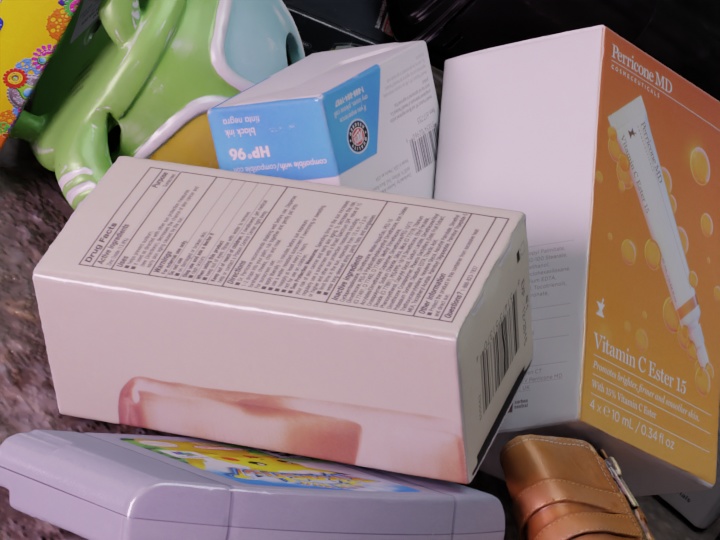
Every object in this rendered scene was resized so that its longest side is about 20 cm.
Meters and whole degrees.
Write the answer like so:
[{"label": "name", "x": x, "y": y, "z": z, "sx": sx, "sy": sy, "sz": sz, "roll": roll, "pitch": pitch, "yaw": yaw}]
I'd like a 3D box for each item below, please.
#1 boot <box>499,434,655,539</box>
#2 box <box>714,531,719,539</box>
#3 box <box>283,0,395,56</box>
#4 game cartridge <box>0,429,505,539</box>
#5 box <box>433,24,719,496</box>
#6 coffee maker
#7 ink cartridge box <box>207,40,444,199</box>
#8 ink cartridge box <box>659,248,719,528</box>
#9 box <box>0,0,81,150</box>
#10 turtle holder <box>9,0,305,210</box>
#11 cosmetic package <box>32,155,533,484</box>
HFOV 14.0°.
[{"label": "boot", "x": 0.096, "y": 0.141, "z": 1.281, "sx": 0.200, "sy": 0.074, "sz": 0.155, "roll": 44, "pitch": 26, "yaw": -69}, {"label": "box", "x": 0.285, "y": 0.134, "z": 1.492, "sx": 0.141, "sy": 0.079, "sz": 0.200, "roll": 39, "pitch": 47, "yaw": 17}, {"label": "box", "x": -0.040, "y": -0.180, "z": 1.713, "sx": 0.159, "sy": 0.046, "sz": 0.200, "roll": 23, "pitch": 31, "yaw": -3}, {"label": "game cartridge", "x": -0.042, "y": 0.100, "z": 1.268, "sx": 0.200, "sy": 0.040, "sz": 0.133, "roll": 6, "pitch": 8, "yaw": -38}, {"label": "box", "x": 0.107, "y": 0.000, "z": 1.428, "sx": 0.124, "sy": 0.097, "sz": 0.200, "roll": 26, "pitch": 62, "yaw": -47}, {"label": "coffee maker", "x": 0.128, "y": -0.139, "z": 1.638, "sx": 0.200, "sy": 0.135, "sz": 0.192, "roll": 27, "pitch": 12, "yaw": -30}, {"label": "ink cartridge box", "x": 0.000, "y": 0.000, "z": 1.423, "sx": 0.068, "sy": 0.200, "sz": 0.116, "roll": -5, "pitch": 15, "yaw": 30}, {"label": "ink cartridge box", "x": 0.224, "y": 0.018, "z": 1.528, "sx": 0.083, "sy": 0.200, "sz": 0.147, "roll": 39, "pitch": 31, "yaw": 12}, {"label": "box", "x": -0.209, "y": -0.183, "z": 1.434, "sx": 0.122, "sy": 0.193, "sz": 0.200, "roll": 18, "pitch": 34, "yaw": -22}, {"label": "turtle holder", "x": -0.093, "y": -0.089, "z": 1.454, "sx": 0.132, "sy": 0.141, "sz": 0.186, "roll": 31, "pitch": 15, "yaw": -22}, {"label": "cosmetic package", "x": -0.032, "y": 0.020, "z": 1.309, "sx": 0.200, "sy": 0.087, "sz": 0.103, "roll": 10, "pitch": 39, "yaw": 20}]
